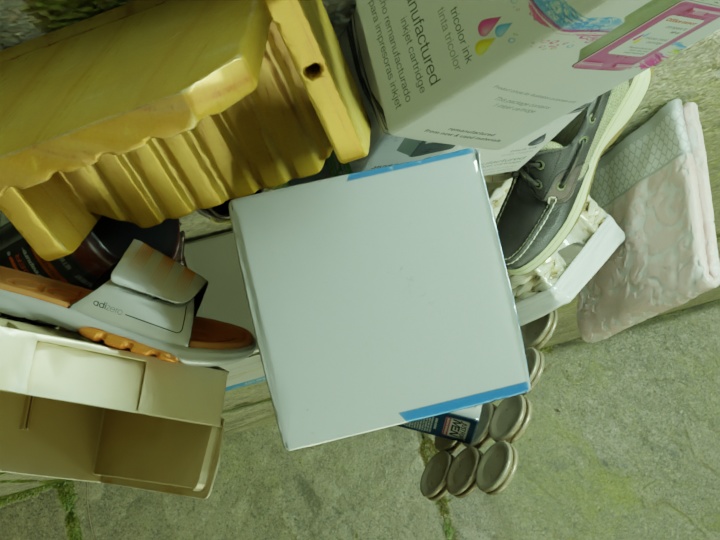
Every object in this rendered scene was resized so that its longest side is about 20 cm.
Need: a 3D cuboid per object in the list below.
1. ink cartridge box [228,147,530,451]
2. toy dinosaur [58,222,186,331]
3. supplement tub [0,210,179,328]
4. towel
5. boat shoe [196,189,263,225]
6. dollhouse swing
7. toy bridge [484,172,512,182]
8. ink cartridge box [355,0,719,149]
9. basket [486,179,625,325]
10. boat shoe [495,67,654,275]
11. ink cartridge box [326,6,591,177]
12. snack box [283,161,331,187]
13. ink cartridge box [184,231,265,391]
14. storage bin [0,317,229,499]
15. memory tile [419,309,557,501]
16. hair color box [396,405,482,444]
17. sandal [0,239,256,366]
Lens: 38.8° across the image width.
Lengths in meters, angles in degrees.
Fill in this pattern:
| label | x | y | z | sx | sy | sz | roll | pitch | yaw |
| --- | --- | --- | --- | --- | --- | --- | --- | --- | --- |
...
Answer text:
| label | x | y | z | sx | sy | sz | roll | pitch | yaw |
| --- | --- | --- | --- | --- | --- | --- | --- | --- | --- |
| ink cartridge box | 0.003 | 0.021 | 0.660 | 0.147 | 0.145 | 0.200 | -13 | 178 | -5 |
| toy dinosaur | -0.205 | 0.035 | 0.904 | 0.200 | 0.136 | 0.086 | -22 | 165 | 26 |
| supplement tub | -0.234 | -0.010 | 0.748 | 0.200 | 0.107 | 0.107 | -24 | 165 | 32 |
| towel | 0.271 | -0.043 | 1.007 | 0.032 | 0.191 | 0.200 | 7 | 159 | -19 |
| boat shoe | -0.104 | -0.067 | 0.760 | 0.072 | 0.060 | 0.200 | -14 | 167 | -9 |
| dollhouse swing | -0.103 | -0.051 | 0.521 | 0.200 | 0.176 | 0.182 | -17 | 134 | 9 |
| toy bridge | 0.101 | -0.104 | 0.814 | 0.200 | 0.067 | 0.027 | -6 | -170 | -35 |
| ink cartridge box | 0.088 | -0.156 | 0.410 | 0.085 | 0.145 | 0.200 | 0 | 160 | -45 |
| basket | 0.135 | -0.018 | 1.023 | 0.136 | 0.123 | 0.200 | -41 | -173 | -38 |
| boat shoe | 0.145 | -0.092 | 0.783 | 0.065 | 0.073 | 0.200 | 17 | 105 | -36 |
| ink cartridge box | 0.066 | -0.126 | 0.646 | 0.145 | 0.084 | 0.200 | -10 | 167 | -18 |
| snack box | 0.000 | 0.000 | 0.881 | 0.053 | 0.142 | 0.200 | -30 | 155 | -7 |
| ink cartridge box | -0.149 | 0.048 | 1.040 | 0.125 | 0.129 | 0.200 | -15 | 168 | -2 |
| storage bin | -0.218 | 0.090 | 0.673 | 0.200 | 0.094 | 0.198 | 16 | 165 | -34 |
| memory tile | 0.126 | 0.130 | 1.003 | 0.017 | 0.200 | 0.153 | 31 | 153 | -18 |
| hair color box | 0.023 | 0.089 | 0.984 | 0.200 | 0.100 | 0.061 | 13 | 148 | 5 |
| sandal | -0.158 | 0.008 | 0.628 | 0.206 | 0.059 | 0.079 | 16 | -172 | -14 |
